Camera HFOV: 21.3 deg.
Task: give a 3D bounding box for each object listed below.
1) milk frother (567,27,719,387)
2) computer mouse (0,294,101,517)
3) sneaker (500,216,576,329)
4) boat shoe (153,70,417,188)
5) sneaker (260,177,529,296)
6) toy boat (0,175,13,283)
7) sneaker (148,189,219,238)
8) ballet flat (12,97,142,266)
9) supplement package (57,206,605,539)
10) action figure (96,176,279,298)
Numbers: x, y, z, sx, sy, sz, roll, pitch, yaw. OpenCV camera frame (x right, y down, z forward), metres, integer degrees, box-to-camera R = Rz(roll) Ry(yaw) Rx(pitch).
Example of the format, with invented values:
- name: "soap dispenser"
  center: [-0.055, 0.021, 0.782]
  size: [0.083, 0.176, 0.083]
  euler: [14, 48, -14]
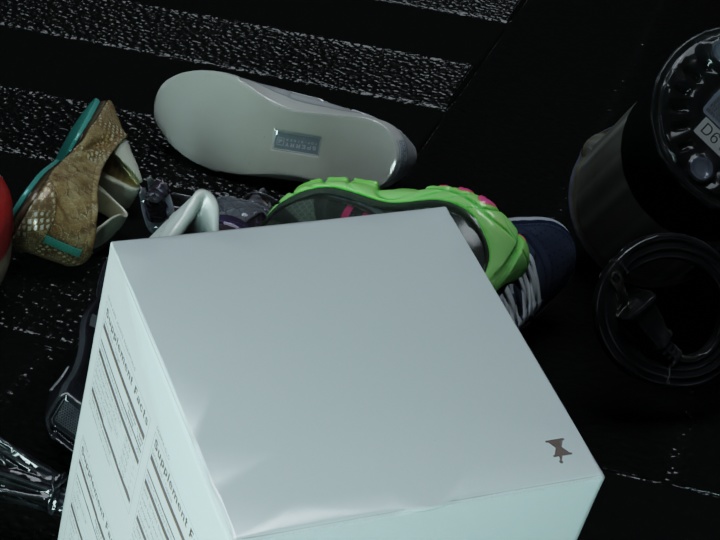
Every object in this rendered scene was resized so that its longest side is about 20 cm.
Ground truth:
- name: "milk frother"
  center: [0.190, -0.021, 1.195]
  size: [0.199, 0.182, 0.188]
  euler: [-28, -8, -15]
- name: "computer mouse"
  center: [-0.158, 0.071, 1.013]
  size: [0.139, 0.046, 0.201]
  euler: [21, 32, -12]
- name: "sneaker"
  center: [0.080, 0.016, 1.129]
  size: [0.199, 0.071, 0.108]
  euler: [-23, 10, -35]
- name: "boat shoe"
  center: [-0.052, -0.102, 1.397]
  size: [0.198, 0.073, 0.068]
  euler: [8, 3, 20]
- name: "sneaker"
  center: [0.000, 0.000, 1.038]
  size: [0.199, 0.077, 0.084]
  euler: [-4, 44, 51]
- name: "toy boat"
  center: [-0.302, -0.037, 1.125]
  size: [0.198, 0.132, 0.130]
  euler: [-10, 30, -30]
- name: "sneaker"
  center: [-0.089, 0.036, 0.991]
  size: [0.075, 0.089, 0.201]
  euler: [16, 34, -26]
- name: "ballet flat"
  center: [-0.184, -0.054, 1.286]
  size: [0.065, 0.071, 0.200]
  euler: [32, 27, -8]
- name: "supplement package"
  center: [-0.024, 0.104, 0.773]
  size: [0.150, 0.201, 0.151]
  euler: [-6, 46, -24]
- name: "action figure"
  center: [-0.090, -0.017, 1.207]
  size: [0.129, 0.070, 0.200]
  euler: [4, 20, 17]
